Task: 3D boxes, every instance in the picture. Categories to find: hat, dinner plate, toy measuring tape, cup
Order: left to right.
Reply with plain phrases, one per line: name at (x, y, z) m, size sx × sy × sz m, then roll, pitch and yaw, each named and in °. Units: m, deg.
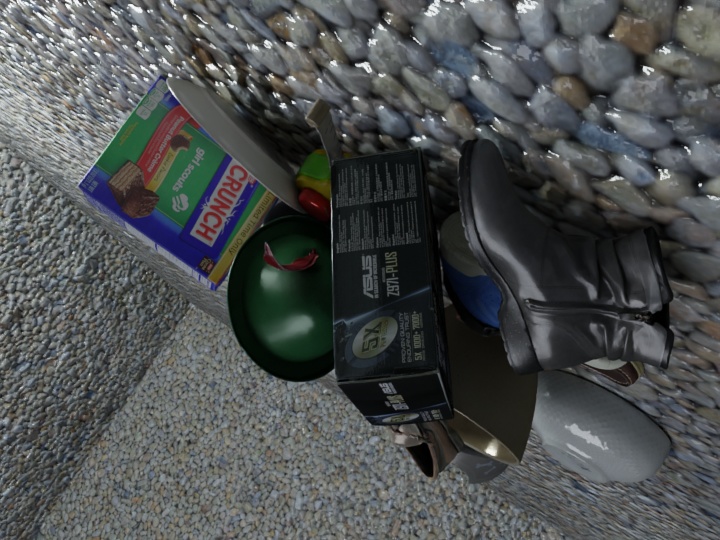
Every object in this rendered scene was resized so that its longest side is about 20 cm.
dinner plate at (-0.122, -0.138, 0.728) m, size 0.200 × 0.024 × 0.200 m, roll 46°, pitch -173°, yaw -7°
toy measuring tape at (-0.040, -0.104, 0.668) m, size 0.073 × 0.074 × 0.201 m, roll 27°, pitch 164°, yaw 22°
hat at (-0.022, 0.019, 0.639) m, size 0.174 × 0.199 × 0.168 m, roll -16°, pitch 107°, yaw 51°
cup at (0.137, 0.119, 0.833) m, size 0.198 × 0.145 × 0.201 m, roll 31°, pitch 165°, yaw 9°

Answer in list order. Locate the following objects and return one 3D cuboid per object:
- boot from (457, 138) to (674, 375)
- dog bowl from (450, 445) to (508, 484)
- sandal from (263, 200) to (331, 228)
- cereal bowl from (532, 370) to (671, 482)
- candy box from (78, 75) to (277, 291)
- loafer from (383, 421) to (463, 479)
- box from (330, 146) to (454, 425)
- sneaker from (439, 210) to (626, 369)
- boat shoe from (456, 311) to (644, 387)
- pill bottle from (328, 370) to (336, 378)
boot at (0.157, -0.017, 0.512) m, size 0.129 × 0.070 × 0.204 m, roll -11°, pitch 113°, yaw 33°
dog bowl at (0.149, 0.196, 0.981) m, size 0.198 × 0.201 × 0.059 m, roll 33°, pitch 136°, yaw 4°
sandal at (-0.024, -0.029, 0.833) m, size 0.197 × 0.077 × 0.043 m, roll 25°, pitch -164°, yaw -25°
cereal bowl at (0.303, 0.222, 0.918) m, size 0.198 × 0.084 × 0.201 m, roll 32°, pitch 165°, yaw 10°
candy box at (-0.211, -0.103, 0.842) m, size 0.198 × 0.171 × 0.077 m, roll 35°, pitch 168°, yaw -7°
loafer at (0.065, 0.189, 0.799) m, size 0.071 × 0.064 × 0.200 m, roll 20°, pitch 160°, yaw 40°
box at (0.031, 0.023, 0.627) m, size 0.084 × 0.205 × 0.164 m, roll -6°, pitch 156°, yaw 9°
sneaker at (0.157, 0.032, 0.639) m, size 0.198 × 0.077 × 0.112 m, roll 33°, pitch 161°, yaw 21°
boat shoe at (0.192, 0.075, 0.714) m, size 0.197 × 0.073 × 0.072 m, roll 30°, pitch 166°, yaw 15°
pill bottle at (-0.024, 0.113, 1.084) m, size 0.197 × 0.114 × 0.114 m, roll 28°, pitch 165°, yaw 24°
